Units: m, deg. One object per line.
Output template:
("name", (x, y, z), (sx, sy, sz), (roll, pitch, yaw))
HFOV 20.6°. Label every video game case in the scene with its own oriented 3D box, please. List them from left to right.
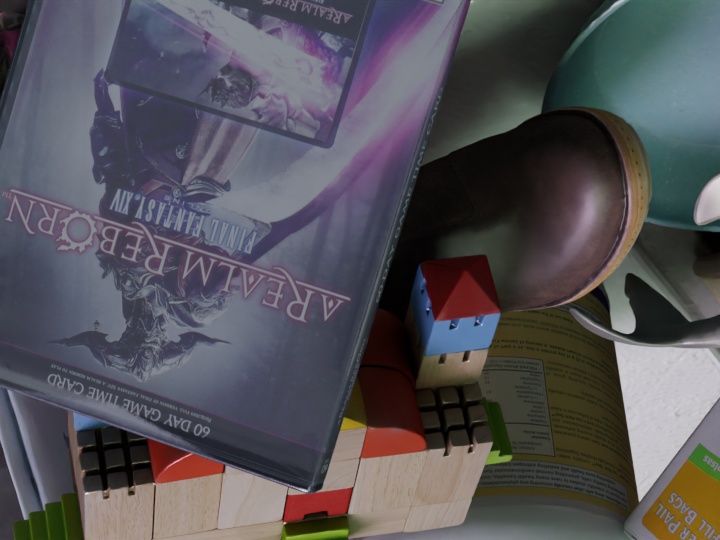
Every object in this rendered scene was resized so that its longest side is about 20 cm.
("video game case", (-0.051, -0.044, 0.654), (0.143, 0.200, 0.019), (18, -177, 13))

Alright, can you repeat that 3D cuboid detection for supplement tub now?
("supplement tub", (0.053, 0.095, 0.910), (0.145, 0.200, 0.145), (-3, 148, -2))

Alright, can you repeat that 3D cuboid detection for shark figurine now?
("shark figurine", (0.180, -0.026, 0.787), (0.128, 0.090, 0.215), (30, 138, 8))

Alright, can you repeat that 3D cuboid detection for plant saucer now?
("plant saucer", (0.169, -0.083, 0.791), (0.200, 0.036, 0.200), (-4, 149, -2))

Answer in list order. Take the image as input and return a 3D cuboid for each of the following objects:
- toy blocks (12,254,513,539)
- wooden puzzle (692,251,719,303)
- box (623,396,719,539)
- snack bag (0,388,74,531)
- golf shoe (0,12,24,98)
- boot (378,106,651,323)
("toy blocks", (-0.030, 0.052, 0.727), (0.200, 0.100, 0.137), (-7, 150, -11))
("wooden puzzle", (0.282, 0.022, 0.967), (0.185, 0.046, 0.200), (-20, 146, 23))
("box", (0.225, 0.074, 0.829), (0.101, 0.112, 0.200), (28, 102, -44))
("snack bag", (-0.086, 0.087, 0.867), (0.021, 0.189, 0.200), (-32, 158, 23))
("golf shoe", (-0.138, -0.040, 0.800), (0.092, 0.073, 0.200), (3, 152, 24))
("boot", (0.000, 0.000, 0.768), (0.166, 0.072, 0.200), (-14, 172, -34))
